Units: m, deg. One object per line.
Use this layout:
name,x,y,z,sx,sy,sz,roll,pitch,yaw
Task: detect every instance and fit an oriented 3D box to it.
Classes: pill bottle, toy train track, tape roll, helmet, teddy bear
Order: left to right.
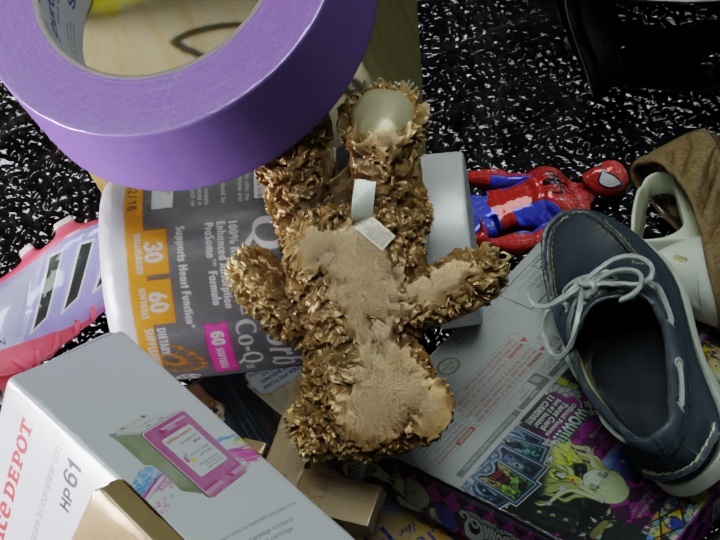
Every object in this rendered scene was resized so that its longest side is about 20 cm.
tape roll,-0.094,-0.144,1.512,0.199,0.066,0.201,-8,64,16
toy train track,-0.076,0.109,1.562,0.199,0.033,0.115,12,69,25
pill bottle,-0.037,-0.006,1.598,0.198,0.117,0.117,-7,51,5
teddy bear,0.000,0.000,1.512,0.144,0.067,0.201,-25,79,-2
helmet,0.198,-0.200,1.720,0.198,0.191,0.201,-3,50,4

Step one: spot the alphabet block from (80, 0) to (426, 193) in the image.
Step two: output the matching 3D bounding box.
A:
alphabet block,-0.081,-0.164,1.689,0.194,0.200,0.197,-15,49,12

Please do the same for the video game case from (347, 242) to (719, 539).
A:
video game case,0.120,0.081,1.578,0.180,0.036,0.200,24,46,23

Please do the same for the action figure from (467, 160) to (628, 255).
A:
action figure,0.061,-0.028,1.690,0.199,0.052,0.066,-15,46,-9

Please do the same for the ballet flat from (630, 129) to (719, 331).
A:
ballet flat,0.188,-0.015,1.631,0.072,0.068,0.200,-12,34,0

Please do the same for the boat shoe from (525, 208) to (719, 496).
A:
boat shoe,0.135,0.033,1.548,0.075,0.062,0.201,-32,46,16

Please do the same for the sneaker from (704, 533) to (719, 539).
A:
sneaker,0.237,0.123,1.475,0.200,0.076,0.088,-38,32,31

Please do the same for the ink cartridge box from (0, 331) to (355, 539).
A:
ink cartridge box,-0.100,0.149,1.478,0.084,0.145,0.200,-22,52,-42

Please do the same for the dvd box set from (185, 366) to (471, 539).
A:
dvd box set,-0.028,0.126,1.584,0.146,0.029,0.200,-30,54,-18

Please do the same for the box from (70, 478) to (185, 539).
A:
box,-0.080,0.221,1.409,0.200,0.164,0.021,43,40,18

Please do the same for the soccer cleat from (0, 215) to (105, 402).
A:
soccer cleat,-0.189,0.031,1.662,0.199,0.067,0.077,-25,69,-14
